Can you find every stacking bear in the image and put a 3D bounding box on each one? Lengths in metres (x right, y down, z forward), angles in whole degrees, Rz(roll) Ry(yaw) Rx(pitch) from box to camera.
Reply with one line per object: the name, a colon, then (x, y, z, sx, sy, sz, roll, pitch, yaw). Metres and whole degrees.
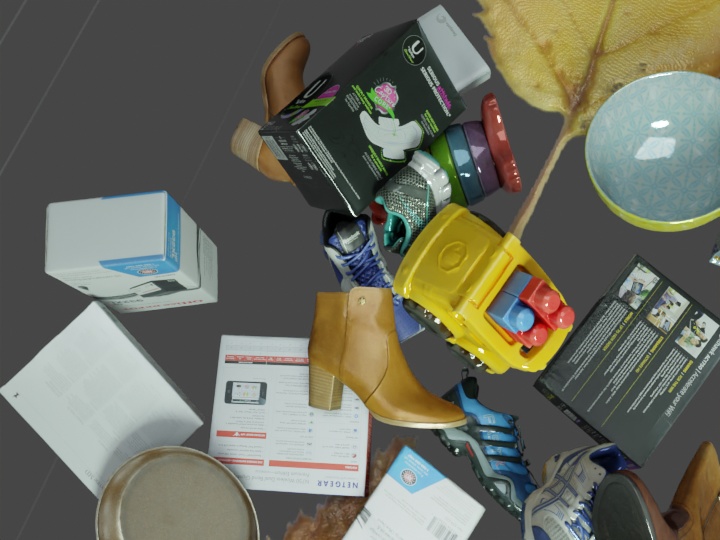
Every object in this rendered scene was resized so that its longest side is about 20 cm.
stacking bear: (0.097, -0.124, 0.911, 0.195, 0.114, 0.125, -18, 79, 12)

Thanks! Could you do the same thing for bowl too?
bowl: (0.378, -0.128, 0.871, 0.194, 0.108, 0.206, -8, 65, 18)

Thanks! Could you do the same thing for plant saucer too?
plant saucer: (-0.209, 0.298, 0.822, 0.194, 0.032, 0.207, 1, 98, 5)

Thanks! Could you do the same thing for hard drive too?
hard drive: (0.067, -0.274, 1.003, 0.197, 0.027, 0.134, -32, 72, -5)

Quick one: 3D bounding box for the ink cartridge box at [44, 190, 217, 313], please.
ink cartridge box: (-0.270, -0.015, 0.870, 0.141, 0.200, 0.086, -7, 73, 4)

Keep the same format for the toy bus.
toy bus: (0.162, 0.042, 0.772, 0.137, 0.200, 0.191, -52, 32, -8)

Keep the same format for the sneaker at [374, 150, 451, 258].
sneaker: (0.066, -0.041, 0.848, 0.090, 0.203, 0.077, -33, 40, -15)

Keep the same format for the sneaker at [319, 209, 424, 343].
sneaker: (0.000, -0.001, 0.879, 0.079, 0.115, 0.202, -30, 72, -3)

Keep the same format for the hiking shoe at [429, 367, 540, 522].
hiking shoe: (0.165, 0.210, 0.816, 0.087, 0.075, 0.200, -43, 73, -7)

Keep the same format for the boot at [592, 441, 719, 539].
boot: (0.326, 0.240, 0.720, 0.198, 0.068, 0.192, -32, 99, -35)

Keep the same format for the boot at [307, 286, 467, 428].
boot: (0.031, 0.095, 0.807, 0.195, 0.071, 0.149, 7, 87, 16)

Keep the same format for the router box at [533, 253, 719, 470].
router box: (0.324, 0.107, 0.841, 0.148, 0.051, 0.201, 40, 81, 14)

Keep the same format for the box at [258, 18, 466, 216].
box: (0.000, -0.184, 0.864, 0.200, 0.148, 0.125, -44, 115, -13)

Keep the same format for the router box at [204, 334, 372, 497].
router box: (-0.083, 0.176, 0.868, 0.194, 0.049, 0.185, 2, 73, 7)

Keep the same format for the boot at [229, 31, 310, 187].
boot: (-0.075, -0.215, 0.973, 0.152, 0.077, 0.204, 25, 79, 14)

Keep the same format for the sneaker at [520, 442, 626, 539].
sneaker: (0.227, 0.241, 0.734, 0.087, 0.200, 0.076, -33, 96, 32)

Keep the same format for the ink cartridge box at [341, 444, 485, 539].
ink cartridge box: (0.040, 0.319, 0.800, 0.115, 0.067, 0.202, 34, 79, 15)

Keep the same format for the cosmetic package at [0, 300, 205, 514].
cosmetic package: (-0.309, 0.164, 0.863, 0.150, 0.052, 0.201, -42, 95, -10)

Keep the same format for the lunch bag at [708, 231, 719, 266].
lunch bag: (0.504, -0.090, 0.800, 0.125, 0.200, 0.173, 25, 78, 4)
